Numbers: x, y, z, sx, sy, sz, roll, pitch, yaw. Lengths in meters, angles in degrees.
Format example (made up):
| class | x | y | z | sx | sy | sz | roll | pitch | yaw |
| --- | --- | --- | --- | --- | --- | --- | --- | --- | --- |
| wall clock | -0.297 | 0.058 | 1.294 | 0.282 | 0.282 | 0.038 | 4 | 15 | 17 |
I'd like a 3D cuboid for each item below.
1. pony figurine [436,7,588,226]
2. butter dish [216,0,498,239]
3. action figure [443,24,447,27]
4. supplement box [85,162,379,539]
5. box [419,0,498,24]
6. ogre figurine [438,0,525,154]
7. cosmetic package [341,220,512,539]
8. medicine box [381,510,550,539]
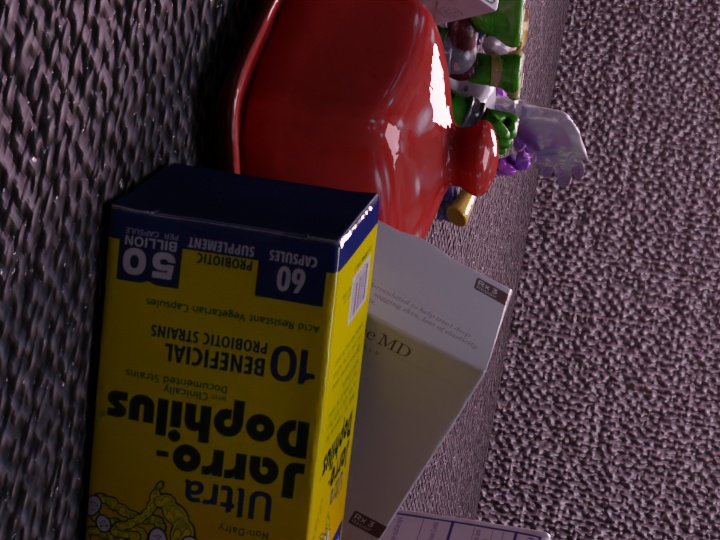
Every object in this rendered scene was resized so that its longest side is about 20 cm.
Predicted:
| class | x | y | z | sx | sy | sz | roll | pitch | yaw |
| --- | --- | --- | --- | --- | --- | --- | --- | --- | --- |
| pony figurine | 0.115 | -0.139 | 1.821 | 0.200 | 0.166 | 0.193 | -56 | 150 | -34 |
| butter dish | 0.006 | -0.072 | 1.112 | 0.200 | 0.147 | 0.200 | -72 | 168 | -47 |
| action figure | 0.078 | -0.298 | 1.626 | 0.149 | 0.134 | 0.200 | -40 | 157 | 5 |
| supplement box | -0.062 | 0.062 | 0.934 | 0.110 | 0.109 | 0.200 | -53 | 151 | -72 |
| box | 0.050 | -0.279 | 1.293 | 0.117 | 0.060 | 0.200 | 25 | 68 | -40 |
| ogre figurine | 0.066 | -0.179 | 1.480 | 0.200 | 0.120 | 0.098 | 85 | 12 | -63 |
| cosmetic package | -0.011 | 0.073 | 1.062 | 0.081 | 0.113 | 0.200 | -66 | -178 | -51 |
| medicine box | 0.008 | 0.235 | 1.207 | 0.182 | 0.199 | 0.103 | -62 | 156 | -65 |
